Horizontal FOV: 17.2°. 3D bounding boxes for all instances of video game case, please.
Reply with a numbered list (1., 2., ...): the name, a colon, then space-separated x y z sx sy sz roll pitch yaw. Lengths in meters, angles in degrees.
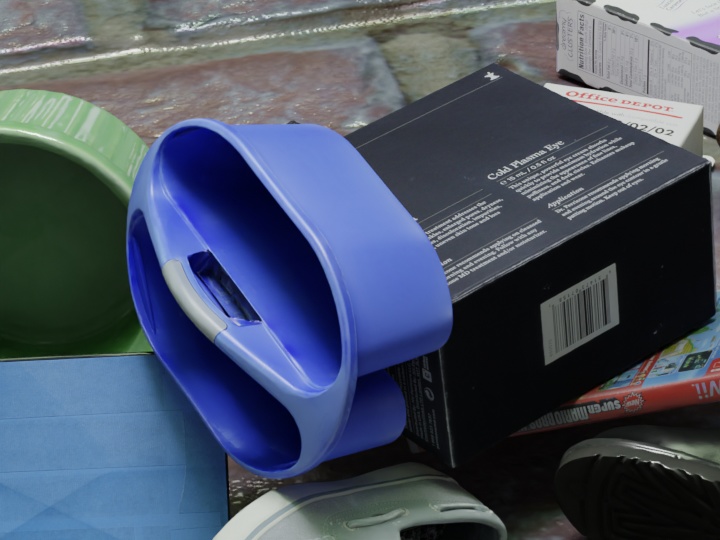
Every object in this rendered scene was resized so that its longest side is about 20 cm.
1. video game case: 0.137 0.053 1.346 0.199 0.018 0.143 -12 15 25

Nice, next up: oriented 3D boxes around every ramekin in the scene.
1. ramekin: -0.198 -0.008 1.401 0.199 0.201 0.098 0 25 6

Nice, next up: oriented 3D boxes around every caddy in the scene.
1. caddy: -0.048 0.012 1.205 0.105 0.142 0.200 -6 44 -39

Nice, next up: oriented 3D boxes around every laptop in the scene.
1. laptop: -0.163 0.148 1.220 0.186 0.116 0.200 -3 32 2

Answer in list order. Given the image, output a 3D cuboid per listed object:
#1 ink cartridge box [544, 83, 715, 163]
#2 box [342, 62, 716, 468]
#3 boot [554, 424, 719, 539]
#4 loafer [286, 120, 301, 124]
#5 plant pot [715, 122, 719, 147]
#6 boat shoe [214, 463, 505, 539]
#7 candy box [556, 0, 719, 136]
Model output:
1. ink cartridge box: 0.154 -0.061 1.559 0.115 0.068 0.200 10 35 21
2. box: 0.064 -0.010 1.322 0.199 0.105 0.182 -27 37 -28
3. boot: 0.220 0.096 1.294 0.210 0.080 0.158 11 38 11
4. loafer: -0.109 -0.052 1.541 0.200 0.073 0.072 -36 83 -37
5. plant pot: 0.336 -0.093 1.527 0.200 0.201 0.093 -18 72 -22
6. boat shoe: 0.000 0.146 1.203 0.071 0.070 0.200 22 23 36
7. candy box: 0.267 -0.173 1.721 0.199 0.072 0.167 26 43 38
